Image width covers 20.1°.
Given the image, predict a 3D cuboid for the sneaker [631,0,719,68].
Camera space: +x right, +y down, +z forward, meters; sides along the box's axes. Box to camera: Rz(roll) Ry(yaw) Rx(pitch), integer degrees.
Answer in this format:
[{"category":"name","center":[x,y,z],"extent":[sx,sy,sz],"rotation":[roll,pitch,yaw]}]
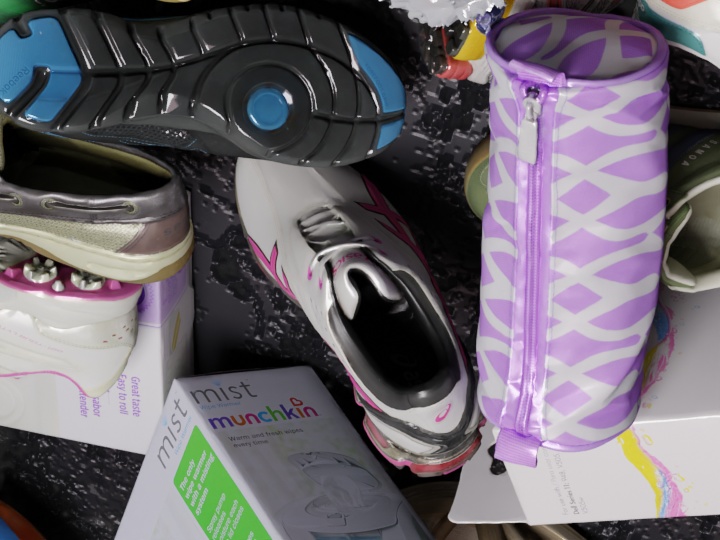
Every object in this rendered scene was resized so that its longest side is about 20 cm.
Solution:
[{"category":"sneaker","center":[0.212,-0.096,0.895],"extent":[0.199,0.070,0.093],"rotation":[24,130,-12]}]

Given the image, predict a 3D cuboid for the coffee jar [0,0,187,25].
[{"category":"coffee jar","center":[-0.144,-0.170,0.958],"extent":[0.199,0.085,0.104],"rotation":[-7,122,22]}]

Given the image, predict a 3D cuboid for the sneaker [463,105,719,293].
[{"category":"sneaker","center":[0.138,-0.031,0.958],"extent":[0.200,0.090,0.067],"rotation":[0,124,19]}]

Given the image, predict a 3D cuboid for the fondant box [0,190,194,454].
[{"category":"fondant box","center":[-0.194,0.014,1.119],"extent":[0.199,0.058,0.145],"rotation":[9,125,10]}]

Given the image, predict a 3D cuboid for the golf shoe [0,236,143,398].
[{"category":"golf shoe","center":[-0.209,0.016,1.047],"extent":[0.199,0.075,0.092],"rotation":[12,128,11]}]

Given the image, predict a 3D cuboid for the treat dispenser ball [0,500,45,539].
[{"category":"treat dispenser ball","center":[-0.265,0.223,1.198],"extent":[0.200,0.201,0.201],"rotation":[9,126,12]}]

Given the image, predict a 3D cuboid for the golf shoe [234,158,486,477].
[{"category":"golf shoe","center":[0.000,0.000,0.984],"extent":[0.200,0.073,0.092],"rotation":[56,169,24]}]

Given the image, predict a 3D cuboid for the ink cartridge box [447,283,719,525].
[{"category":"ink cartridge box","center":[0.138,0.060,1.004],"extent":[0.199,0.117,0.067],"rotation":[-7,126,22]}]

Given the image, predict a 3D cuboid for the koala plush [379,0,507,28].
[{"category":"koala plush","center":[0.040,-0.206,0.806],"extent":[0.183,0.178,0.200],"rotation":[-3,147,-19]}]

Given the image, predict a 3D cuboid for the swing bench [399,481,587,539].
[{"category":"swing bench","center":[0.059,0.251,1.140],"extent":[0.130,0.200,0.199],"rotation":[-1,141,-37]}]

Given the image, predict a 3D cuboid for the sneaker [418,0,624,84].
[{"category":"sneaker","center":[0.099,-0.168,0.900],"extent":[0.082,0.078,0.200],"rotation":[12,127,-24]}]

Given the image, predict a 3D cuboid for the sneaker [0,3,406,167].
[{"category":"sneaker","center":[-0.078,-0.091,0.965],"extent":[0.199,0.082,0.073],"rotation":[7,91,-12]}]

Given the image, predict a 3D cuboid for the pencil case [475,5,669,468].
[{"category":"pencil case","center":[0.091,-0.017,0.896],"extent":[0.084,0.086,0.200],"rotation":[10,122,21]}]

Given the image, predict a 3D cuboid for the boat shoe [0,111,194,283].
[{"category":"boat shoe","center":[-0.176,-0.054,1.001],"extent":[0.200,0.072,0.066],"rotation":[17,133,7]}]

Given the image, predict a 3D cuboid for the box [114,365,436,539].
[{"category":"box","center":[-0.053,0.183,1.101],"extent":[0.177,0.097,0.200],"rotation":[52,132,37]}]
